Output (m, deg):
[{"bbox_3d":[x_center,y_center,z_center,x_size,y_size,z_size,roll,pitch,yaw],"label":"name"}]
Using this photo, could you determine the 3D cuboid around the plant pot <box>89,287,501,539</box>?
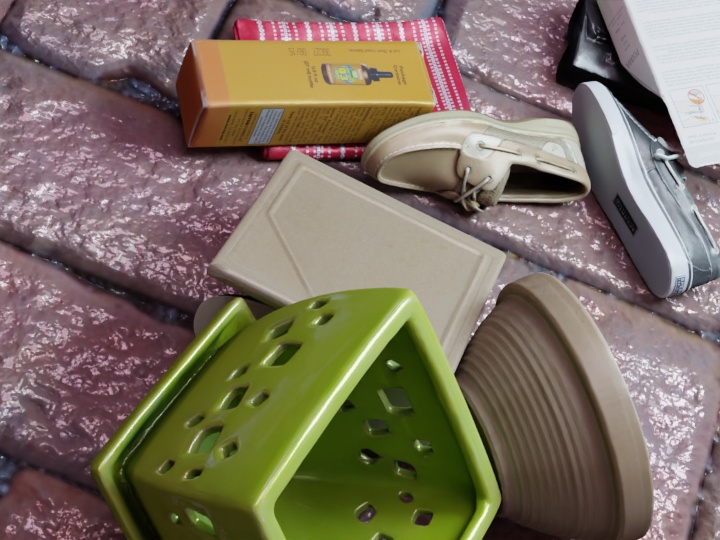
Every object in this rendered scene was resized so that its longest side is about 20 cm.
[{"bbox_3d":[-0.049,0.139,1.136,0.180,0.200,0.200,5,43,38],"label":"plant pot"}]

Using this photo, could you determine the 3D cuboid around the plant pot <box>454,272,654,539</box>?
[{"bbox_3d":[0.120,0.111,1.231,0.092,0.201,0.202,-20,64,-13],"label":"plant pot"}]

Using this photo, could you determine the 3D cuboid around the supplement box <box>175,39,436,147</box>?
[{"bbox_3d":[-0.043,-0.142,1.398,0.198,0.069,0.067,-3,62,-20],"label":"supplement box"}]

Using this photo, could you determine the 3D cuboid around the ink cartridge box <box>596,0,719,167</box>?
[{"bbox_3d":[0.311,-0.179,1.507,0.159,0.050,0.202,-10,70,-18],"label":"ink cartridge box"}]

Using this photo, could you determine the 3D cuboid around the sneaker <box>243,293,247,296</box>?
[{"bbox_3d":[0.004,-0.024,1.355,0.198,0.071,0.100,-1,62,-13],"label":"sneaker"}]

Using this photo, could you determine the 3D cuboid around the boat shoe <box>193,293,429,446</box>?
[{"bbox_3d":[-0.028,0.070,1.291,0.200,0.074,0.063,23,24,8],"label":"boat shoe"}]

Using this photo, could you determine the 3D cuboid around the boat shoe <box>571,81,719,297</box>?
[{"bbox_3d":[0.243,-0.075,1.461,0.067,0.074,0.201,-16,63,-21],"label":"boat shoe"}]

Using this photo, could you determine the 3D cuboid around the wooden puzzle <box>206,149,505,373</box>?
[{"bbox_3d":[0.000,0.000,1.258,0.184,0.037,0.200,26,33,3],"label":"wooden puzzle"}]

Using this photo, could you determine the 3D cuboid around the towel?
[{"bbox_3d":[-0.003,-0.156,1.474,0.198,0.023,0.146,-3,59,-19],"label":"towel"}]

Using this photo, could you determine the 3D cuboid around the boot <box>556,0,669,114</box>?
[{"bbox_3d":[0.286,-0.208,1.578,0.198,0.066,0.166,16,52,-1],"label":"boot"}]

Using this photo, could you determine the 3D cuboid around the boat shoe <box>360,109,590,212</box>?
[{"bbox_3d":[0.098,-0.086,1.427,0.198,0.071,0.065,-4,57,-21],"label":"boat shoe"}]
